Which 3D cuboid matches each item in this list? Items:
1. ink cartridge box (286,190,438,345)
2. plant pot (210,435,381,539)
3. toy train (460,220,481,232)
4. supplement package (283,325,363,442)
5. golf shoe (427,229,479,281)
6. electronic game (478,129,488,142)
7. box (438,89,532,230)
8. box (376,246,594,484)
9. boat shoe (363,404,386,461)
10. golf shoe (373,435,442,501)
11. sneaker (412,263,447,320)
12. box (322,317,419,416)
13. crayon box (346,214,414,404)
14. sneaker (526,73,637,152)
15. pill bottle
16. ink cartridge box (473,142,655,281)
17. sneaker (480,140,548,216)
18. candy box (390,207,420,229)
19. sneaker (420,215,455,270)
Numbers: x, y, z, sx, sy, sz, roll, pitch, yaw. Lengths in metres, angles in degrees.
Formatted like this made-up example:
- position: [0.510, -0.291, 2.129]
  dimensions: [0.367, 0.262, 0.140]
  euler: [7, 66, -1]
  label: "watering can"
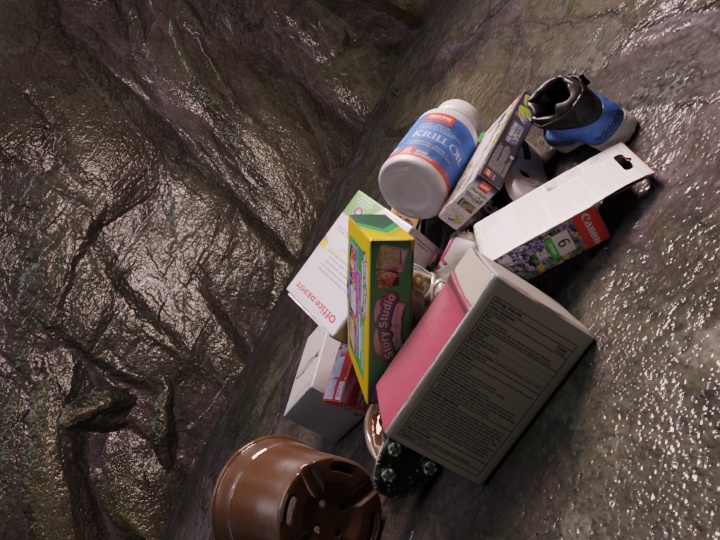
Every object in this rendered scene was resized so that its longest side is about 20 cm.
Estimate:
- position: [0.000, 0.000, 0.943]
  dimensions: [0.201, 0.084, 0.145]
  euler: [-54, 47, 3]
  label: "ink cartridge box"
- position: [-0.082, 0.331, 0.842]
  dimensions: [0.198, 0.200, 0.201]
  euler: [-25, 37, 56]
  label: "plant pot"
- position: [0.201, -0.057, 0.908]
  dimensions: [0.046, 0.034, 0.200]
  euler: [-49, 11, -5]
  label: "toy train"
- position: [-0.047, 0.191, 1.137]
  dimensions: [0.117, 0.117, 0.201]
  euler: [-50, 17, 38]
  label: "supplement package"
- position: [0.146, 0.005, 0.904]
  dimensions: [0.200, 0.072, 0.093]
  euler: [121, 169, -71]
  label: "golf shoe"
- position: [0.196, -0.180, 1.167]
  dimensions: [0.201, 0.041, 0.200]
  euler: [-56, 14, 20]
  label: "electronic game"
- position: [0.185, -0.158, 0.863]
  dimensions: [0.201, 0.035, 0.110]
  euler: [-58, 6, -33]
  label: "box"
- position: [0.123, 0.099, 0.650]
  dimensions: [0.201, 0.127, 0.109]
  euler: [-57, 12, 13]
  label: "box"
- position: [0.055, 0.189, 0.848]
  dimensions: [0.072, 0.075, 0.201]
  euler: [-50, 18, 31]
  label: "boat shoe"
- position: [0.075, 0.190, 0.768]
  dimensions: [0.201, 0.077, 0.088]
  euler: [-61, 10, -12]
  label: "golf shoe"
- position: [0.108, 0.038, 0.779]
  dimensions: [0.074, 0.115, 0.200]
  euler: [-63, 15, -21]
  label: "sneaker"
- position: [0.021, 0.134, 1.003]
  dimensions: [0.100, 0.095, 0.201]
  euler: [-27, 42, 67]
  label: "box"
- position: [0.022, 0.040, 0.779]
  dimensions: [0.173, 0.058, 0.202]
  euler: [-124, 33, -72]
  label: "crayon box"
- position: [0.265, -0.209, 0.800]
  dimensions: [0.077, 0.111, 0.200]
  euler: [-57, 13, 12]
  label: "sneaker"
- position: [0.117, -0.181, 0.947]
  dimensions: [0.112, 0.112, 0.201]
  euler: [-44, 10, 52]
  label: "pill bottle"
- position: [0.233, -0.062, 0.703]
  dimensions: [0.199, 0.050, 0.109]
  euler: [-30, 23, 18]
  label: "ink cartridge box"
- position: [0.215, -0.108, 0.886]
  dimensions: [0.112, 0.073, 0.200]
  euler: [-53, 6, 34]
  label: "sneaker"
- position: [0.074, -0.081, 1.062]
  dimensions: [0.115, 0.055, 0.201]
  euler: [79, -149, -84]
  label: "candy box"
- position: [0.127, -0.035, 1.066]
  dimensions: [0.114, 0.076, 0.201]
  euler: [-11, -64, -79]
  label: "sneaker"
